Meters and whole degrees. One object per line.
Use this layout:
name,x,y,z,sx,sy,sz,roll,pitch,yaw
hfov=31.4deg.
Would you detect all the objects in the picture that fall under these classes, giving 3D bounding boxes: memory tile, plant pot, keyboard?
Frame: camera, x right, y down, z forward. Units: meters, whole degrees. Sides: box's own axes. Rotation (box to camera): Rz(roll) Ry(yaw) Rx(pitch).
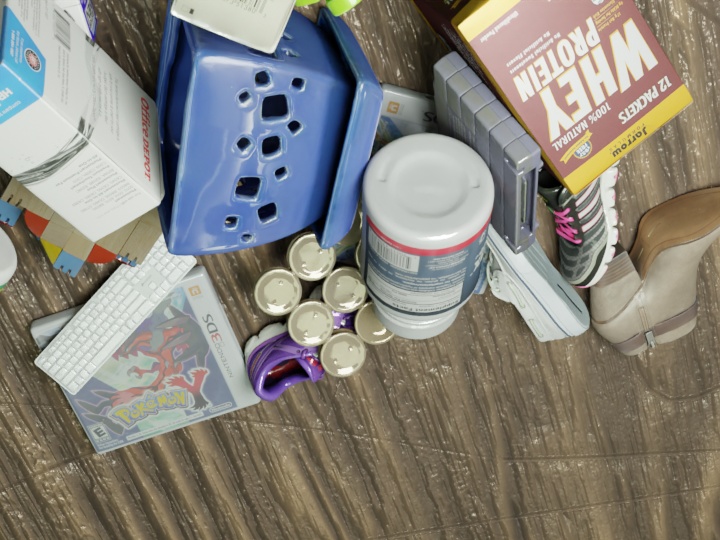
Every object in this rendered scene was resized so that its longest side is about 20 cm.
memory tile,0.000,0.000,1.309,0.200,0.017,0.153,-46,111,2
plant pot,-0.089,-0.140,1.173,0.178,0.200,0.201,4,121,-17
keyboard,-0.257,0.043,1.341,0.056,0.011,0.200,43,99,-7

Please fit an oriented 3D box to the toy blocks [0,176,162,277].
toy blocks,-0.276,-0.058,1.264,0.199,0.100,0.137,28,125,-17

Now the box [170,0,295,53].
box,-0.104,-0.268,1.086,0.094,0.201,0.078,18,118,-17

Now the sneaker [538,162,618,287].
sneaker,0.211,-0.074,1.302,0.087,0.074,0.201,-12,118,-23

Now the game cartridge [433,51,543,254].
game cartridge,0.117,-0.106,1.179,0.038,0.130,0.200,-30,158,-6

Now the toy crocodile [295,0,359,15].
toy crocodile,0.006,-0.285,1.121,0.199,0.062,0.068,-25,113,38

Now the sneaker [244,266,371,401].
sneaker,-0.036,0.076,1.367,0.200,0.084,0.081,-38,124,16

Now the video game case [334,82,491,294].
video game case,0.077,-0.080,1.324,0.181,0.022,0.201,13,119,-13

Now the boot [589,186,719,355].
boot,0.338,0.007,1.386,0.199,0.070,0.147,-24,127,10

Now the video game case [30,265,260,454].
video game case,-0.231,0.101,1.398,0.198,0.023,0.183,-18,121,5

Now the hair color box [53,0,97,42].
hair color box,-0.314,-0.290,1.131,0.108,0.065,0.201,-12,120,0

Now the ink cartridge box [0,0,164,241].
ink cartridge box,-0.266,-0.142,1.108,0.084,0.147,0.200,-28,134,17

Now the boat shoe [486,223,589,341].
boat shoe,0.164,0.007,1.332,0.066,0.074,0.200,-27,118,25

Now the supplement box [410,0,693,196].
supplement box,0.158,-0.210,1.140,0.133,0.200,0.197,-38,118,4

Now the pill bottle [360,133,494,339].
pill bottle,0.058,-0.023,1.203,0.118,0.120,0.201,-4,149,-4

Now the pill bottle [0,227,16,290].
pill bottle,-0.443,0.034,1.282,0.112,0.113,0.200,33,113,-23
